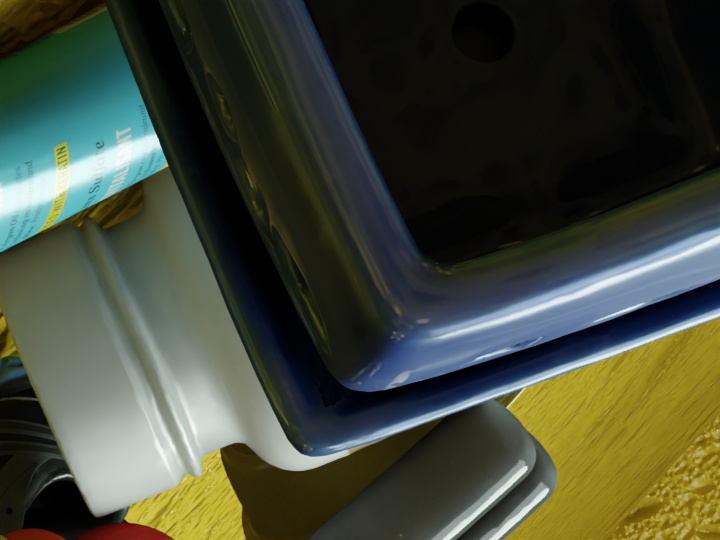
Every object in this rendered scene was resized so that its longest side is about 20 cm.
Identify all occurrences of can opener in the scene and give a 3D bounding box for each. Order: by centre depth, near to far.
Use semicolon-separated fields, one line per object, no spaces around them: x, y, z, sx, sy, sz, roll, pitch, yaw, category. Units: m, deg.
-0.030;0.107;0.953;0.200;0.067;0.053;-42;152;1;can opener

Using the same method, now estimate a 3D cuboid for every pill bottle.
-0.009;-0.002;0.922;0.200;0.114;0.114;-23;164;-5;pill bottle

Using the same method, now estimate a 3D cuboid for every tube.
-0.112;-0.023;0.789;0.200;0.050;0.077;-32;153;-36;tube

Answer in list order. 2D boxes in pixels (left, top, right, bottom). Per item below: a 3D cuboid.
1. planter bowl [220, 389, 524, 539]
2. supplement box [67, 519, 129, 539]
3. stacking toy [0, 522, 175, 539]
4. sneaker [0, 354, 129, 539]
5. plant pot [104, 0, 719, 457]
0.000;0.000;1.052;0.200;0.083;0.200;-41;-162;17;planter bowl
-0.090;0.162;1.045;0.086;0.200;0.110;-43;167;-29;supplement box
-0.130;0.107;0.870;0.200;0.085;0.085;2;133;-44;stacking toy
-0.147;0.097;0.932;0.200;0.083;0.071;-35;162;-43;sneaker
0.041;-0.076;0.702;0.200;0.200;0.180;-20;166;-16;plant pot
